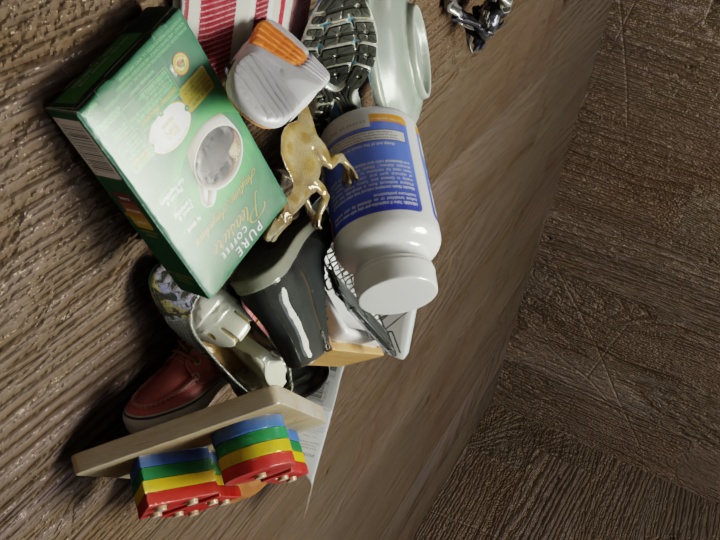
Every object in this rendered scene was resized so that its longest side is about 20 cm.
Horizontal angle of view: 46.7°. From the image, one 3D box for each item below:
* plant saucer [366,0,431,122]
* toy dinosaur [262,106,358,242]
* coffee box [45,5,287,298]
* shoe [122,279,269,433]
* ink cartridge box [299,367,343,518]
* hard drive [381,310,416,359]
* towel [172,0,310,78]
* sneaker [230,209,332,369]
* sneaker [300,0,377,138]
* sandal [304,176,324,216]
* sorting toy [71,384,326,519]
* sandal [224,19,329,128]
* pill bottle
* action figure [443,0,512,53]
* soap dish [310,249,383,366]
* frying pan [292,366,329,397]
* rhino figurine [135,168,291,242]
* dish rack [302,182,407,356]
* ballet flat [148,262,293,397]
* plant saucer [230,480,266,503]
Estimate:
[{"bbox_3d":[0.048,-0.249,0.961,0.200,0.050,0.201,-5,90,-76],"label":"plant saucer"},{"bbox_3d":[-0.050,-0.114,0.803,0.101,0.058,0.200,38,48,-54],"label":"toy dinosaur"},{"bbox_3d":[-0.142,-0.086,0.656,0.123,0.044,0.200,-57,140,-27],"label":"coffee box"},{"bbox_3d":[-0.167,0.080,0.847,0.200,0.071,0.091,-35,128,-49],"label":"shoe"},{"bbox_3d":[-0.073,0.242,1.258,0.163,0.057,0.200,-75,-176,-66],"label":"ink cartridge box"},{"bbox_3d":[0.021,0.026,1.203,0.026,0.132,0.200,-48,154,-46],"label":"hard drive"},{"bbox_3d":[-0.099,-0.244,0.728,0.200,0.023,0.144,-40,150,-52],"label":"towel"},{"bbox_3d":[-0.063,0.015,0.840,0.106,0.075,0.200,66,23,-17],"label":"sneaker"},{"bbox_3d":[-0.032,-0.222,0.869,0.200,0.078,0.090,103,-19,-58],"label":"sneaker"},{"bbox_3d":[-0.020,-0.126,1.056,0.203,0.050,0.082,-54,146,-1],"label":"sandal"},{"bbox_3d":[-0.141,0.189,0.823,0.199,0.200,0.070,56,15,-72],"label":"sorting toy"},{"bbox_3d":[-0.085,-0.157,0.712,0.059,0.079,0.207,-41,-167,26],"label":"sandal"},{"bbox_3d":[0.022,-0.061,0.871,0.112,0.112,0.200,74,7,-62],"label":"pill bottle"},{"bbox_3d":[0.183,-0.407,1.225,0.200,0.102,0.119,-47,-162,59],"label":"action figure"},{"bbox_3d":[-0.052,0.040,0.988,0.081,0.158,0.200,-34,165,11],"label":"soap dish"},{"bbox_3d":[-0.123,0.113,1.037,0.115,0.031,0.190,-40,130,24],"label":"frying pan"},{"bbox_3d":[-0.139,-0.054,0.771,0.200,0.060,0.088,-18,136,-63],"label":"rhino figurine"},{"bbox_3d":[0.000,0.000,0.974,0.055,0.200,0.153,-34,129,11],"label":"dish rack"},{"bbox_3d":[-0.119,0.062,0.791,0.072,0.072,0.200,-58,135,-28],"label":"ballet flat"},{"bbox_3d":[-0.136,0.232,1.151,0.200,0.037,0.200,-56,159,-34],"label":"plant saucer"}]
